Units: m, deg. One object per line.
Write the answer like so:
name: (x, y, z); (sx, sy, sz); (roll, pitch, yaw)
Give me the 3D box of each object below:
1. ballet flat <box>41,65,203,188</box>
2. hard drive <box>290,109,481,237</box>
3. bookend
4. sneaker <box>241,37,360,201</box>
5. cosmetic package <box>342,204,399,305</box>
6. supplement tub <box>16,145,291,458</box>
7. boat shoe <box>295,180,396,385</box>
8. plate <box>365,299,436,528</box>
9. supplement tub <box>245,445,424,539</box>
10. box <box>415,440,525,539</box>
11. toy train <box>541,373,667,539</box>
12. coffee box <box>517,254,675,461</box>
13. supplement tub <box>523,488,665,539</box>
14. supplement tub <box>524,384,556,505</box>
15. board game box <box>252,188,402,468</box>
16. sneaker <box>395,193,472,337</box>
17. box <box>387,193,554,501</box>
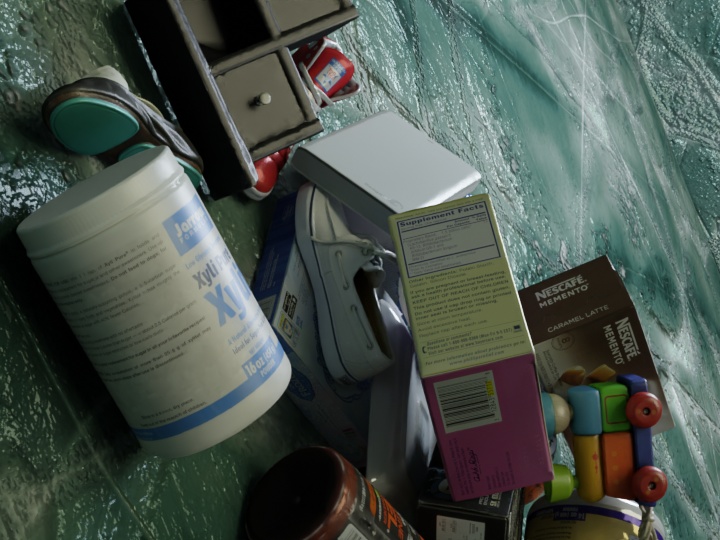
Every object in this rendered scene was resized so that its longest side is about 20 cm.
ballet flat: (-0.198, -0.120, 1.042); (0.200, 0.068, 0.069); (39, 29, -63)
hard drive: (0.031, -0.101, 1.289); (0.132, 0.026, 0.200); (36, 28, 12)
bookend: (-0.078, -0.197, 1.174); (0.198, 0.092, 0.201); (-27, 97, -27)
sneaker: (-0.064, -0.158, 1.261); (0.071, 0.112, 0.201); (50, 33, -34)
cosmetic package: (0.028, -0.045, 1.408); (0.200, 0.074, 0.102); (51, 31, -36)
supplement tub: (-0.149, 0.024, 0.950); (0.201, 0.131, 0.132); (63, 27, -17)
boat shoe: (-0.002, 0.000, 1.201); (0.075, 0.086, 0.203); (24, 50, -56)
plate: (0.048, 0.160, 1.271); (0.200, 0.032, 0.200); (65, 24, -55)
supplement tub: (-0.005, 0.246, 1.105); (0.200, 0.107, 0.107); (50, 32, -36)
box: (0.109, 0.255, 1.248); (0.164, 0.086, 0.201); (-64, 158, -55)
toy train: (0.227, 0.205, 1.229); (0.085, 0.115, 0.201); (-155, -120, -84)
coffee box: (0.235, 0.094, 1.301); (0.080, 0.114, 0.200); (-107, 172, -48)
supplement tub: (0.226, 0.338, 1.287); (0.145, 0.145, 0.201); (45, 47, -40)
supplement tub: (0.148, 0.157, 1.406); (0.123, 0.122, 0.200); (53, 19, -31)
board game box: (-0.030, 0.055, 1.257); (0.199, 0.043, 0.201); (53, 31, -31)
sneaker: (0.090, -0.001, 1.328); (0.077, 0.085, 0.201); (38, 44, -46)
box: (0.098, 0.067, 1.145); (0.201, 0.096, 0.176); (-99, 175, -45)
